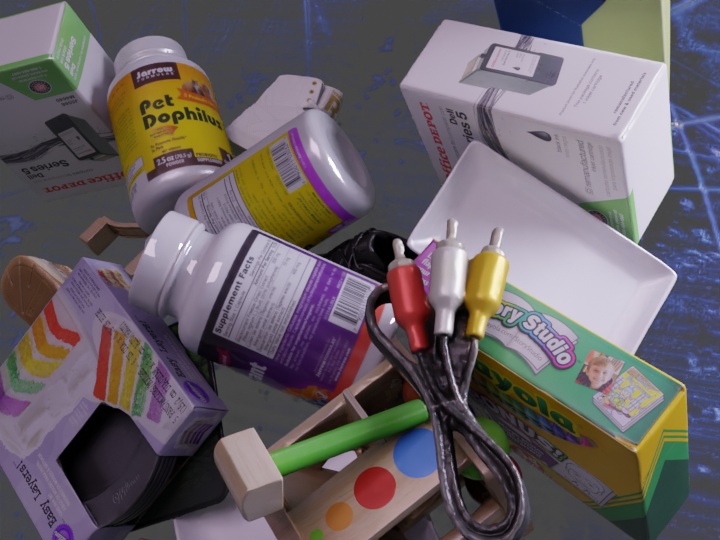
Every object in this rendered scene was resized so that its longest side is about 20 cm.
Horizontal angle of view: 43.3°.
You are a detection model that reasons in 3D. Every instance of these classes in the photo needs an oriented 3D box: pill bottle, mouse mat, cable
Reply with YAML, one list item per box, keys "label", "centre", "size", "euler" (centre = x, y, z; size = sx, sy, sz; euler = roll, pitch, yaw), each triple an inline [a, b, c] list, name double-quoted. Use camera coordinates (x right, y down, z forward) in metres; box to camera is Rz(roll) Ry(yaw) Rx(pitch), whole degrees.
- label: "pill bottle"
  centre: [-0.191, -0.137, 0.912]
  size: [0.109, 0.109, 0.201]
  euler: [-24, 62, 5]
- label: "pill bottle"
  centre: [-0.093, -0.050, 0.807]
  size: [0.200, 0.104, 0.105]
  euler: [-30, 50, 17]
- label: "mouse mat"
  centre: [-0.200, 0.141, 0.776]
  size: [0.199, 0.008, 0.162]
  euler: [-23, 66, 24]
- label: "cable"
  centre: [0.046, 0.062, 0.535]
  size: [0.097, 0.050, 0.201]
  euler: [-8, 54, 11]
- label: "pill bottle"
  centre: [-0.076, 0.030, 0.722]
  size: [0.199, 0.111, 0.112]
  euler: [24, 64, -2]

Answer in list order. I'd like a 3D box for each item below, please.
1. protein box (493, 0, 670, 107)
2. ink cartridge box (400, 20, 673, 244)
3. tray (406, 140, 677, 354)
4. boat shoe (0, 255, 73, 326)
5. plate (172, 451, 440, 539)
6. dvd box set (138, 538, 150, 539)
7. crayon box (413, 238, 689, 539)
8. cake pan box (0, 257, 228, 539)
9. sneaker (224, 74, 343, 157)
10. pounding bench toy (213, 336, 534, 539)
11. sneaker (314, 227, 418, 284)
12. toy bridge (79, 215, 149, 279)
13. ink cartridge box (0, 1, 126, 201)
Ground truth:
- label: "protein box"
  centre: [0.208, -0.269, 0.824]
  size: [0.134, 0.199, 0.201]
  euler: [-1, 57, 21]
- label: "ink cartridge box"
  centre: [0.151, -0.117, 0.768]
  size: [0.199, 0.146, 0.084]
  euler: [22, 68, 32]
- label: "tray"
  centre: [0.144, -0.007, 0.727]
  size: [0.200, 0.022, 0.108]
  euler: [34, 77, 1]
- label: "boat shoe"
  centre: [-0.254, 0.056, 0.863]
  size: [0.200, 0.069, 0.074]
  euler: [44, 108, 16]
- label: "plate"
  centre: [-0.034, 0.225, 0.689]
  size: [0.199, 0.032, 0.200]
  euler: [-25, 52, 3]
- label: "dvd box set"
  centre: [-0.124, 0.299, 0.638]
  size: [0.200, 0.029, 0.147]
  euler: [18, 78, 40]
- label: "crayon box"
  centre: [0.126, 0.086, 0.631]
  size: [0.200, 0.173, 0.058]
  euler: [33, 73, 35]
- label: "cake pan box"
  centre: [-0.224, 0.120, 0.762]
  size: [0.184, 0.052, 0.200]
  euler: [-50, 60, 12]
- label: "sneaker"
  centre: [-0.047, -0.139, 0.917]
  size: [0.200, 0.074, 0.116]
  euler: [32, 76, 36]
- label: "pounding bench toy"
  centre: [0.013, 0.128, 0.589]
  size: [0.156, 0.200, 0.124]
  euler: [-37, 52, -5]
- label: "sneaker"
  centre: [0.000, 0.000, 0.792]
  size: [0.199, 0.091, 0.076]
  euler: [-5, 56, 21]
- label: "toy bridge"
  centre: [-0.209, -0.013, 0.924]
  size: [0.200, 0.027, 0.067]
  euler: [31, 70, 35]
- label: "ink cartridge box"
  centre: [-0.327, -0.172, 0.970]
  size: [0.145, 0.200, 0.084]
  euler: [-10, 57, 15]
